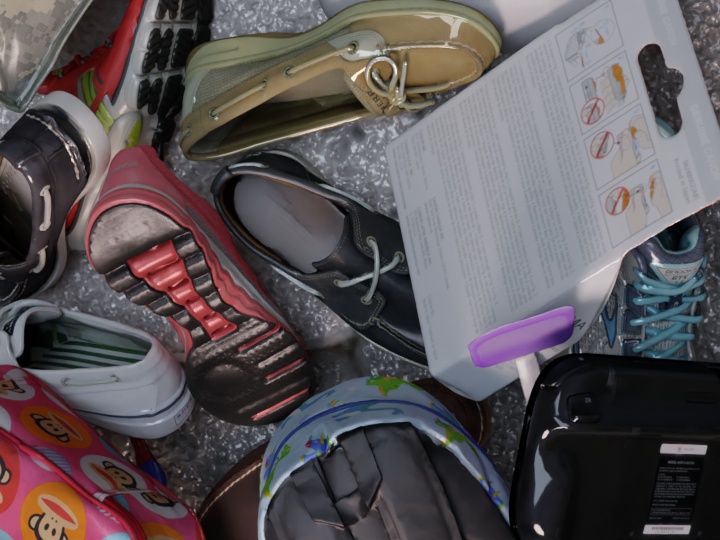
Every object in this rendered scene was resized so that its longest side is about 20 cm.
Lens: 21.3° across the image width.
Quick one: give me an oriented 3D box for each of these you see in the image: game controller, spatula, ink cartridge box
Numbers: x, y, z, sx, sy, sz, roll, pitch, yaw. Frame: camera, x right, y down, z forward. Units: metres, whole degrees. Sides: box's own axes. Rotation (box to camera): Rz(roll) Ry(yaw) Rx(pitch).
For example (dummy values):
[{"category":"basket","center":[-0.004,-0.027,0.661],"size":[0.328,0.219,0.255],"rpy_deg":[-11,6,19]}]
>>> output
[{"category":"game controller","center":[0.161,0.099,1.002],"size":[0.042,0.198,0.105],"rpy_deg":[34,113,52]},{"category":"spatula","center":[0.093,0.070,1.017],"size":[0.056,0.201,0.021],"rpy_deg":[-17,56,1]},{"category":"ink cartridge box","center":[0.109,-0.047,1.017],"size":[0.199,0.047,0.161],"rpy_deg":[-33,49,28]}]

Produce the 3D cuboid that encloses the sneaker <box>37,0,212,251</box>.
[{"category":"sneaker","center":[-0.152,-0.112,1.141],"size":[0.084,0.077,0.202],"rpy_deg":[24,97,20]}]

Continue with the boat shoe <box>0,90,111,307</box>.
[{"category":"boat shoe","center":[-0.202,-0.028,1.109],"size":[0.074,0.060,0.200],"rpy_deg":[47,144,1]}]

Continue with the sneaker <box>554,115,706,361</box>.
[{"category":"sneaker","center":[0.149,0.011,1.032],"size":[0.077,0.086,0.202],"rpy_deg":[-10,89,-24]}]

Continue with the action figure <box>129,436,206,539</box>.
[{"category":"action figure","center":[-0.120,0.164,1.107],"size":[0.065,0.052,0.201],"rpy_deg":[-22,62,-11]}]

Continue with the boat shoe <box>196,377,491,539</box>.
[{"category":"boat shoe","center":[-0.020,0.118,1.106],"size":[0.199,0.070,0.071],"rpy_deg":[-32,83,16]}]

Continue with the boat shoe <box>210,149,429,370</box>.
[{"category":"boat shoe","center":[0.000,0.000,1.101],"size":[0.199,0.068,0.072],"rpy_deg":[35,98,12]}]

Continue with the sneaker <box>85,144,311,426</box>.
[{"category":"sneaker","center":[-0.084,0.006,1.096],"size":[0.073,0.087,0.201],"rpy_deg":[-22,129,15]}]

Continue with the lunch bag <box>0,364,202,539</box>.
[{"category":"lunch bag","center":[-0.194,0.167,1.064],"size":[0.199,0.082,0.177],"rpy_deg":[34,108,27]}]

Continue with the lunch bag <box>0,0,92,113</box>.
[{"category":"lunch bag","center":[-0.195,-0.214,1.097],"size":[0.117,0.164,0.201],"rpy_deg":[35,92,-29]}]

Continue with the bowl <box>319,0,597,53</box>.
[{"category":"bowl","center":[0.063,-0.228,1.075],"size":[0.197,0.075,0.202],"rpy_deg":[4,91,16]}]

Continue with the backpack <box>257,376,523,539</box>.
[{"category":"backpack","center":[0.023,0.156,1.009],"size":[0.162,0.154,0.201],"rpy_deg":[-28,118,10]}]

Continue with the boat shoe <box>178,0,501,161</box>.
[{"category":"boat shoe","center":[-0.014,-0.104,1.085],"size":[0.199,0.073,0.064],"rpy_deg":[-6,62,24]}]

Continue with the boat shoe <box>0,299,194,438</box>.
[{"category":"boat shoe","center":[-0.191,0.045,1.139],"size":[0.198,0.067,0.074],"rpy_deg":[5,48,21]}]
